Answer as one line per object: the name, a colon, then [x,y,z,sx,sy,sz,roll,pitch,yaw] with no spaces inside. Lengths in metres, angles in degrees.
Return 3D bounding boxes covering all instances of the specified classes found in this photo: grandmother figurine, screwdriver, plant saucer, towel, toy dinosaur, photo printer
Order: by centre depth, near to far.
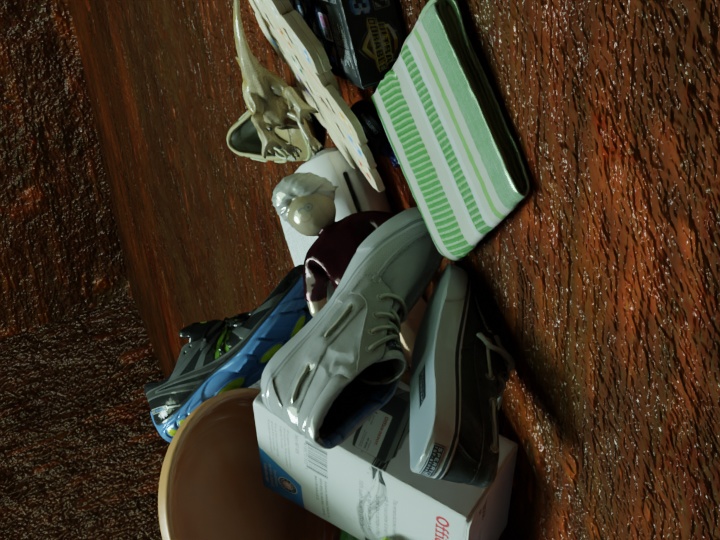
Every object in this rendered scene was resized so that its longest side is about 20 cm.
towel: [0.062,-0.094,1.290,0.200,0.023,0.153,128,121,-71]
screwdriver: [0.036,-0.076,1.438,0.200,0.029,0.028,-120,17,-48]
grandmother figurine: [0.000,0.000,1.502,0.200,0.121,0.061,52,-176,9]
toy dinosaur: [-0.082,-0.150,1.544,0.101,0.058,0.200,56,176,31]
plant saucer: [-0.098,0.201,1.553,0.037,0.200,0.201,-14,95,44]
photo printer: [-0.013,-0.021,1.632,0.200,0.069,0.167,142,109,-77]

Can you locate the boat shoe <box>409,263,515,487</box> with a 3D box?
boat shoe: [0.079,0.076,1.346,0.200,0.068,0.074,-87,17,-53]

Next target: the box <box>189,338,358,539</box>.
box: [-0.062,0.165,1.878,0.199,0.171,0.201,90,159,-55]

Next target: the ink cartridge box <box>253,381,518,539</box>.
ink cartridge box: [0.020,0.158,1.477,0.199,0.084,0.145,28,151,18]

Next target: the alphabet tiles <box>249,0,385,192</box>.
alphabet tiles: [-0.039,-0.159,1.472,0.196,0.015,0.200,56,175,26]

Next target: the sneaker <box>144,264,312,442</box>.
sneaker: [-0.112,0.062,1.583,0.083,0.200,0.071,52,-169,27]

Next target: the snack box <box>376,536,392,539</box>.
snack box: [0.065,0.307,1.516,0.200,0.053,0.142,39,157,-5]

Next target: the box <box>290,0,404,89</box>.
box: [-0.031,-0.254,1.434,0.198,0.049,0.201,-140,33,-69]

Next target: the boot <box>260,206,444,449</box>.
boot: [0.015,0.047,1.384,0.074,0.200,0.096,41,177,-39]

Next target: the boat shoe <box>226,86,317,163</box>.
boat shoe: [-0.088,-0.139,1.821,0.201,0.063,0.074,-163,56,-76]
